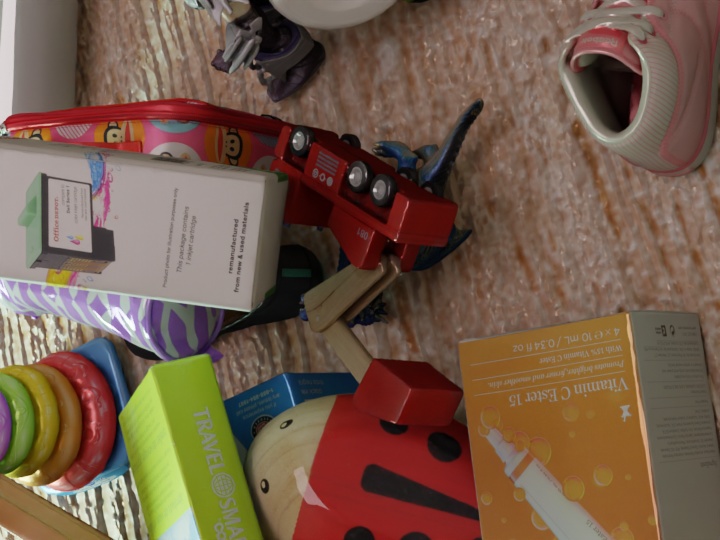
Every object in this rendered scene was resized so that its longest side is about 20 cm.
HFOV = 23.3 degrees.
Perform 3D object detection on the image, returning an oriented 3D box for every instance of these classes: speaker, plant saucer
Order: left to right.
[{"bbox_3d":[-0.266,-0.148,1.391,0.081,0.081,0.201,1,88,36],"label":"speaker"},{"bbox_3d":[-0.202,0.199,1.260,0.200,0.200,0.032,23,78,35],"label":"plant saucer"}]

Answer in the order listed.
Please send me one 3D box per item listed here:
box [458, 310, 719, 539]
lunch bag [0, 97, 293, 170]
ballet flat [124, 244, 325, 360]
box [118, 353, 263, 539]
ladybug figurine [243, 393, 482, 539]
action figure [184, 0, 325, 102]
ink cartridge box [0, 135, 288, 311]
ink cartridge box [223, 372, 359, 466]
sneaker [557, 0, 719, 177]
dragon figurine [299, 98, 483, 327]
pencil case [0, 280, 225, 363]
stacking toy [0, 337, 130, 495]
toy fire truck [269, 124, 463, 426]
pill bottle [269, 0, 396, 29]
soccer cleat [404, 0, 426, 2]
[{"bbox_3d":[0.146,0.133,1.063,0.124,0.097,0.201,-13,80,35],"label":"box"},{"bbox_3d":[-0.160,-0.076,1.248,0.199,0.176,0.082,0,88,36],"label":"lunch bag"},{"bbox_3d":[-0.119,0.021,1.280,0.200,0.073,0.073,-17,78,35],"label":"ballet flat"},{"bbox_3d":[-0.104,0.169,1.137,0.122,0.048,0.201,131,125,-62],"label":"box"},{"bbox_3d":[0.023,0.145,1.116,0.199,0.072,0.136,15,72,-2],"label":"ladybug figurine"},{"bbox_3d":[-0.091,-0.185,1.188,0.069,0.200,0.130,-30,67,17],"label":"action figure"},{"bbox_3d":[-0.153,-0.032,1.082,0.199,0.145,0.084,8,94,2],"label":"ink cartridge box"},{"bbox_3d":[-0.052,0.188,1.212,0.146,0.084,0.201,-27,71,32],"label":"ink cartridge box"},{"bbox_3d":[0.172,-0.161,1.057,0.075,0.105,0.201,-2,86,38],"label":"sneaker"},{"bbox_3d":[0.033,-0.033,1.178,0.200,0.059,0.100,-32,70,31],"label":"dragon figurine"},{"bbox_3d":[-0.183,0.012,1.240,0.200,0.084,0.086,13,119,44],"label":"pencil case"},{"bbox_3d":[-0.271,0.114,1.305,0.116,0.200,0.110,-24,74,32],"label":"stacking toy"},{"bbox_3d":[0.000,0.000,1.123,0.200,0.049,0.141,33,110,45],"label":"toy fire truck"},{"bbox_3d":[-0.037,-0.266,1.186,0.110,0.109,0.200,-44,46,26],"label":"pill bottle"},{"bbox_3d":[0.088,-0.240,1.147,0.200,0.081,0.068,-47,48,48],"label":"soccer cleat"}]
